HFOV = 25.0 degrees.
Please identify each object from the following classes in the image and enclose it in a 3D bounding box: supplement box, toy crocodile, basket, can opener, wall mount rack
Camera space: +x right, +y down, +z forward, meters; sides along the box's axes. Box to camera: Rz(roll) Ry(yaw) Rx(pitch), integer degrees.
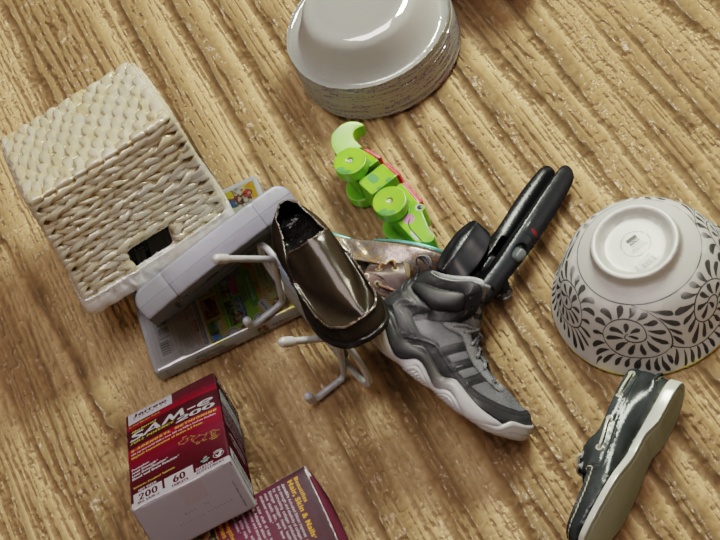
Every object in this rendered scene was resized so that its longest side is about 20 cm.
[{"bbox_3d":[-0.106,0.294,1.561,0.199,0.086,0.111,-29,52,0],"label":"supplement box"},{"bbox_3d":[0.027,-0.086,1.777,0.062,0.068,0.200,-37,53,-7],"label":"toy crocodile"},{"bbox_3d":[-0.172,0.188,1.618,0.108,0.061,0.200,-27,23,1],"label":"supplement box"},{"bbox_3d":[-0.272,-0.095,1.800,0.198,0.161,0.200,-32,34,-4],"label":"basket"},{"bbox_3d":[0.162,-0.040,1.701,0.063,0.079,0.200,17,55,46],"label":"can opener"},{"bbox_3d":[-0.074,0.048,1.645,0.074,0.174,0.200,-36,65,-12],"label":"wall mount rack"}]

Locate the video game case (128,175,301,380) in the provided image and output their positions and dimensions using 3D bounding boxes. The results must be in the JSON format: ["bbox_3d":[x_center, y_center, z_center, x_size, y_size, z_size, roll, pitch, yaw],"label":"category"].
[{"bbox_3d":[-0.169,0.005,1.816,0.181,0.023,0.201,-25,52,3],"label":"video game case"}]

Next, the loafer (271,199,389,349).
[{"bbox_3d":[-0.041,0.001,1.588,0.073,0.071,0.200,-34,46,-8],"label":"loafer"}]

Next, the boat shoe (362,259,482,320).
[{"bbox_3d":[0.031,0.024,1.668,0.199,0.072,0.072,26,78,8],"label":"boat shoe"}]

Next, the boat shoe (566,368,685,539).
[{"bbox_3d":[0.237,0.178,1.527,0.060,0.076,0.200,20,54,29],"label":"boat shoe"}]

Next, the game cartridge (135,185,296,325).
[{"bbox_3d":[-0.152,-0.016,1.728,0.200,0.133,0.042,-38,82,-5],"label":"game cartridge"}]

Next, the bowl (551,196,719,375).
[{"bbox_3d":[0.278,-0.004,1.616,0.200,0.094,0.202,-10,55,15],"label":"bowl"}]

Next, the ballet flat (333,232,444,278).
[{"bbox_3d":[0.000,0.000,1.730,0.199,0.068,0.068,9,65,24],"label":"ballet flat"}]

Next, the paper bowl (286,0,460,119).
[{"bbox_3d":[0.010,-0.284,1.893,0.199,0.104,0.202,-9,57,13],"label":"paper bowl"}]

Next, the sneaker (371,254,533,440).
[{"bbox_3d":[0.107,0.072,1.586,0.200,0.075,0.114,37,97,4],"label":"sneaker"}]
